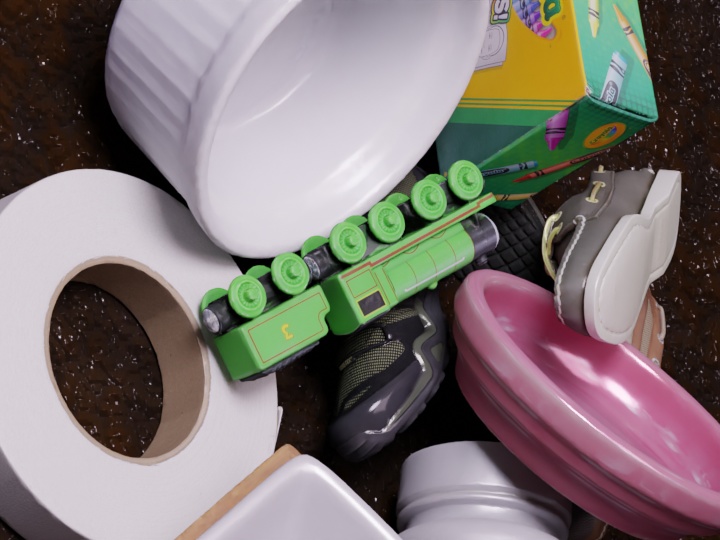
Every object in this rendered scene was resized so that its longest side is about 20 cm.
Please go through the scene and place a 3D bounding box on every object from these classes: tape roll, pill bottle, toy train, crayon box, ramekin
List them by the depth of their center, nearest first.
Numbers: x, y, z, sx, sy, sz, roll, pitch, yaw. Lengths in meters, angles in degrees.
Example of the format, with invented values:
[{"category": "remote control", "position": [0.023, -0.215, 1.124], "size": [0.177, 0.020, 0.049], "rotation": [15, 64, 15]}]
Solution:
[{"category": "tape roll", "position": [-0.125, 0.049, 1.319], "size": [0.202, 0.037, 0.203], "rotation": [21, 60, -40]}, {"category": "ramekin", "position": [-0.037, -0.115, 1.362], "size": [0.200, 0.201, 0.098], "rotation": [-12, 46, -48]}, {"category": "toy train", "position": [0.000, 0.000, 1.384], "size": [0.200, 0.042, 0.057], "rotation": [-28, 92, -36]}, {"category": "pill bottle", "position": [0.061, 0.200, 1.394], "size": [0.113, 0.113, 0.201], "rotation": [26, 56, -37]}, {"category": "crayon box", "position": [0.093, -0.150, 1.482], "size": [0.058, 0.119, 0.201], "rotation": [16, 56, -38]}]

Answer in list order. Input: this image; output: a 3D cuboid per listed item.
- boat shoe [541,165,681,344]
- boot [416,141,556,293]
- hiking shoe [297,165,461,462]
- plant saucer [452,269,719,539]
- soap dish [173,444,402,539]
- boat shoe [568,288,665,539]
[{"category": "boat shoe", "position": [0.137, -0.011, 1.501], "size": [0.202, 0.060, 0.072], "rotation": [-46, 142, -64]}, {"category": "boot", "position": [0.079, -0.081, 1.566], "size": [0.200, 0.068, 0.131], "rotation": [57, 38, -14]}, {"category": "hiking shoe", "position": [-0.003, 0.014, 1.446], "size": [0.101, 0.076, 0.200], "rotation": [32, 45, -19]}, {"category": "plant saucer", "position": [0.125, 0.080, 1.421], "size": [0.200, 0.051, 0.201], "rotation": [34, 15, -10]}, {"category": "soap dish", "position": [-0.047, 0.198, 1.260], "size": [0.157, 0.081, 0.200], "rotation": [44, 52, 9]}, {"category": "boat shoe", "position": [0.148, 0.079, 1.565], "size": [0.072, 0.076, 0.200], "rotation": [36, 53, -33]}]
